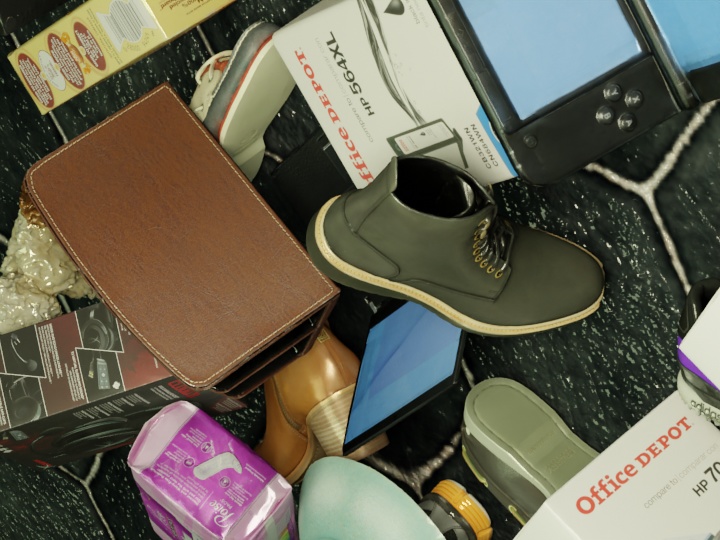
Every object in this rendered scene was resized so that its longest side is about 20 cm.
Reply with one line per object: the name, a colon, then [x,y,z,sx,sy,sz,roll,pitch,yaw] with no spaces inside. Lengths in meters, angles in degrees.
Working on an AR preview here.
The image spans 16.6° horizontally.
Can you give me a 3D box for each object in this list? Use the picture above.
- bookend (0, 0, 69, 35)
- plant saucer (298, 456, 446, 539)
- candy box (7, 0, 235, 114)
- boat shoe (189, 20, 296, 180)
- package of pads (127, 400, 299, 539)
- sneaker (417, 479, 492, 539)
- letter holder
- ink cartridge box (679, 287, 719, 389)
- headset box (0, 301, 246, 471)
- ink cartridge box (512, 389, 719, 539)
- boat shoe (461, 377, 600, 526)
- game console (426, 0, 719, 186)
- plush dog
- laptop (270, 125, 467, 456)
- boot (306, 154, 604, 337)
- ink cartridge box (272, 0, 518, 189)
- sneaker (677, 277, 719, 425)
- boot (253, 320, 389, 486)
bookend: [-0.321,-0.296,1.870,0.198,0.092,0.201,14,128,44]
plant saucer: [0.011,0.234,1.828,0.201,0.039,0.202,36,144,31]
candy box: [-0.155,-0.181,1.744,0.200,0.115,0.056,-20,102,55]
boat shoe: [-0.095,-0.120,1.770,0.063,0.071,0.200,48,150,14]
package of pads: [-0.110,0.183,1.898,0.120,0.076,0.200,36,164,15]
sneaker: [0.039,0.239,1.905,0.078,0.077,0.201,39,144,20]
letter holder: [-0.137,-0.003,1.732,0.200,0.142,0.101,50,153,11]
ink cartridge box: [0.300,0.059,1.366,0.200,0.147,0.086,46,144,15]
headset box: [-0.186,0.080,1.872,0.149,0.199,0.078,45,-150,-71]
ink cartridge box: [0.216,0.201,1.591,0.200,0.146,0.086,47,147,12]
boat shoe: [0.146,0.161,1.717,0.201,0.072,0.061,47,150,24]
game console: [0.136,-0.169,1.405,0.201,0.175,0.116,62,174,-9]
plush dog: [-0.198,-0.042,1.895,0.172,0.199,0.161,-43,57,49]
laptop: [0.000,0.000,1.722,0.200,0.103,0.177,54,146,1]
boot: [0.081,-0.016,1.534,0.138,0.199,0.078,141,133,-64]
ink cartridge box: [0.055,-0.127,1.562,0.200,0.084,0.147,-17,106,54]
sneaker: [0.268,0.058,1.475,0.199,0.069,0.100,21,131,39]
boot: [-0.055,0.082,1.903,0.200,0.073,0.155,-28,88,58]
